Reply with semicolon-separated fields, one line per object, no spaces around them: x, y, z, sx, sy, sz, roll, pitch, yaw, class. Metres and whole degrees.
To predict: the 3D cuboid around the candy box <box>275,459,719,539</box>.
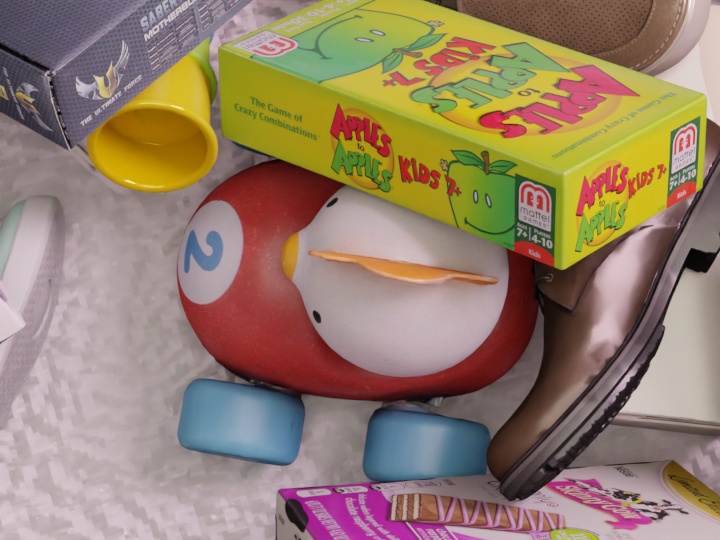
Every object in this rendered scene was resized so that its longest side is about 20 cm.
0.072;0.136;1.252;0.199;0.136;0.061;-3;102;-15;candy box

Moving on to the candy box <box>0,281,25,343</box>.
-0.271;0.026;1.284;0.200;0.168;0.072;-36;120;-4;candy box

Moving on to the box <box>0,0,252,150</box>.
-0.120;-0.156;1.272;0.157;0.051;0.200;30;59;33;box

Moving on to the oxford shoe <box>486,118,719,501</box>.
0.103;0.012;1.256;0.084;0.073;0.200;30;73;5;oxford shoe

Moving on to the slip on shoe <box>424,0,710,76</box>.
0.068;-0.134;1.311;0.199;0.060;0.076;17;93;36;slip on shoe

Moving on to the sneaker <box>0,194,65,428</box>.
-0.223;0.040;1.336;0.118;0.074;0.201;22;80;9;sneaker

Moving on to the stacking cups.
-0.090;-0.129;1.313;0.060;0.061;0.201;4;49;-1;stacking cups

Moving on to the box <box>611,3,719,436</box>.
0.155;-0.024;1.338;0.077;0.095;0.201;6;86;0;box

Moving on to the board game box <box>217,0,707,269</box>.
0.043;-0.068;1.230;0.200;0.101;0.048;22;125;37;board game box

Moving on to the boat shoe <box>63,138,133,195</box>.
-0.177;-0.111;1.355;0.200;0.072;0.066;34;106;3;boat shoe

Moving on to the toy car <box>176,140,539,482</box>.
0.000;0.000;1.278;0.176;0.200;0.185;9;84;0;toy car
